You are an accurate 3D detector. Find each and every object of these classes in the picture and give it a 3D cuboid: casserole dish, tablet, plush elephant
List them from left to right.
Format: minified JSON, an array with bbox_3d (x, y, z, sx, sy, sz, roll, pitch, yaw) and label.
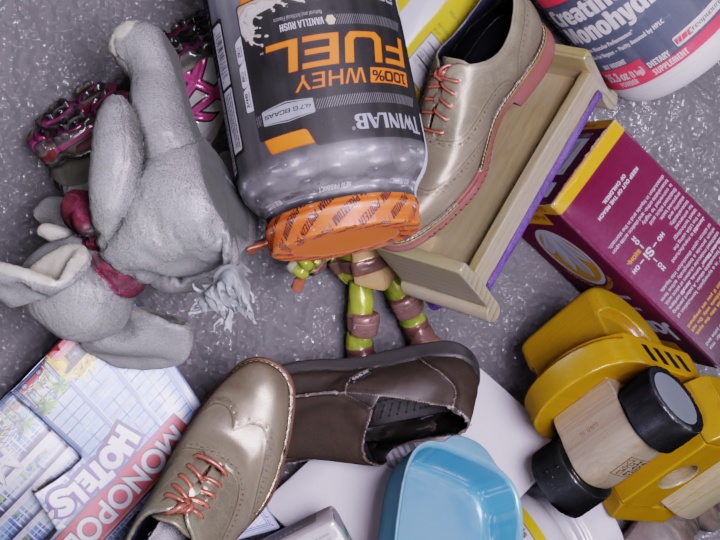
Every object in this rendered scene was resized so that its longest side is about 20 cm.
[{"bbox_3d":[-0.150,-0.019,0.826,0.155,0.200,0.165,-23,142,11],"label":"plush elephant"},{"bbox_3d":[0.043,0.152,0.978,0.130,0.014,0.200,41,62,17],"label":"tablet"},{"bbox_3d":[0.055,0.212,0.895,0.121,0.039,0.200,27,56,-33],"label":"casserole dish"}]

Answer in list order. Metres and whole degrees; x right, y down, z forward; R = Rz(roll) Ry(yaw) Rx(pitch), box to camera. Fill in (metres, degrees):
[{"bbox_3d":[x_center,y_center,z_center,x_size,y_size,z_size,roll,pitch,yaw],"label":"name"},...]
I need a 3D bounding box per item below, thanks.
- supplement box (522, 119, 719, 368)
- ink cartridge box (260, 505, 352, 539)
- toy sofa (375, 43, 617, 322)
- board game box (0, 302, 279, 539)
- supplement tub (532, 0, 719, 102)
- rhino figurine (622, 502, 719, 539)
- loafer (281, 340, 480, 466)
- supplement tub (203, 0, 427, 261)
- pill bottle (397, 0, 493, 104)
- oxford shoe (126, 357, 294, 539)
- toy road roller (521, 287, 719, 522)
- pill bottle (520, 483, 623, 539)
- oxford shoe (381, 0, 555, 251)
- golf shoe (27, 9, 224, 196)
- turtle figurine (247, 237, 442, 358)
[{"bbox_3d":[0.212,-0.021,1.035,0.200,0.110,0.086,41,80,-19],"label":"supplement box"},{"bbox_3d":[-0.044,0.286,0.903,0.161,0.050,0.200,-27,96,1],"label":"ink cartridge box"},{"bbox_3d":[0.104,-0.061,0.944,0.200,0.083,0.098,-59,139,-16],"label":"toy sofa"},{"bbox_3d":[-0.166,0.147,0.909,0.200,0.062,0.200,44,78,-9],"label":"board game box"},{"bbox_3d":[0.193,-0.240,0.996,0.200,0.140,0.140,44,78,-18],"label":"supplement tub"},{"bbox_3d":[0.252,0.235,1.096,0.200,0.060,0.088,-41,110,-16],"label":"rhino figurine"},{"bbox_3d":[-0.009,0.104,0.943,0.200,0.071,0.073,-17,126,6],"label":"loafer"},{"bbox_3d":[-0.027,-0.113,0.826,0.122,0.123,0.200,-8,80,-21],"label":"supplement tub"},{"bbox_3d":[0.020,-0.164,0.949,0.111,0.111,0.200,44,77,-18],"label":"pill bottle"},{"bbox_3d":[-0.099,0.146,0.844,0.070,0.075,0.200,24,79,5],"label":"oxford shoe"},{"bbox_3d":[0.208,0.099,0.993,0.200,0.146,0.123,18,131,-42],"label":"toy road roller"},{"bbox_3d":[0.097,0.238,1.006,0.200,0.114,0.114,-23,102,-19],"label":"pill bottle"},{"bbox_3d":[0.056,-0.107,0.887,0.200,0.070,0.075,-60,144,-15],"label":"oxford shoe"},{"bbox_3d":[-0.129,-0.115,0.921,0.200,0.073,0.092,-36,122,-8],"label":"golf shoe"},{"bbox_3d":[0.000,0.000,0.976,0.200,0.064,0.162,-26,113,-34],"label":"turtle figurine"}]
